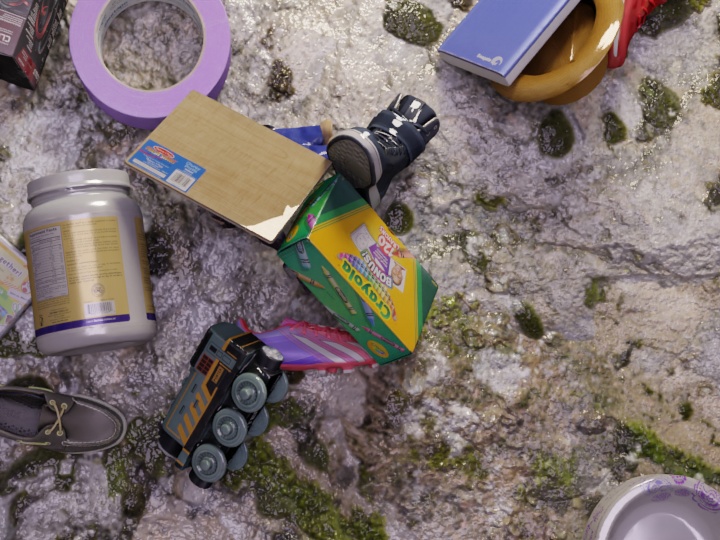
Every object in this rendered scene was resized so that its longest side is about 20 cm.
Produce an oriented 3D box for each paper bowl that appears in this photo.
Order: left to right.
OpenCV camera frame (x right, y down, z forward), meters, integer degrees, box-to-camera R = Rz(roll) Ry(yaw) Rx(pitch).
[{"bbox_3d":[0.367,0.351,1.540,0.197,0.104,0.204,1,84,-5],"label":"paper bowl"}]

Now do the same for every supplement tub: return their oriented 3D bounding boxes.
[{"bbox_3d":[-0.322,-0.008,1.493,0.143,0.145,0.204,-8,84,-6],"label":"supplement tub"}]

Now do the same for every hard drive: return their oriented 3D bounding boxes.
[{"bbox_3d":[0.204,-0.331,1.600,0.201,0.131,0.025,-50,133,-8],"label":"hard drive"}]

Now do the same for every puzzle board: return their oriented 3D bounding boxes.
[{"bbox_3d":[-0.152,-0.122,1.467,0.198,0.018,0.151,27,51,10],"label":"puzzle board"}]

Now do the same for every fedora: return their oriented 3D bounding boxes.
[{"bbox_3d":[0.257,-0.276,1.597,0.201,0.200,0.082,-50,131,-8],"label":"fedora"}]

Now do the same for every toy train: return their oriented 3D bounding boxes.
[{"bbox_3d":[-0.167,0.160,1.500,0.113,0.085,0.202,36,110,16],"label":"toy train"}]

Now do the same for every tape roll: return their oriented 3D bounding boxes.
[{"bbox_3d":[-0.260,-0.282,1.572,0.196,0.066,0.204,1,84,-6],"label":"tape roll"}]

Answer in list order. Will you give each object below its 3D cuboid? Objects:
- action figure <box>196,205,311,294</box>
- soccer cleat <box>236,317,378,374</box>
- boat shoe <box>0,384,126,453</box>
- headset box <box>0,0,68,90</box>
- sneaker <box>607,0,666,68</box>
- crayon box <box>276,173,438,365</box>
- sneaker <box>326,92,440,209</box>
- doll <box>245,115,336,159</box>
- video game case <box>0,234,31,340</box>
[{"bbox_3d":[-0.122,-0.057,1.532,0.199,0.130,0.070,40,76,-14],"label":"action figure"},{"bbox_3d":[-0.059,0.091,1.549,0.196,0.067,0.078,-4,85,-3],"label":"soccer cleat"},{"bbox_3d":[-0.381,0.177,1.508,0.198,0.060,0.073,10,83,-4],"label":"boat shoe"},{"bbox_3d":[-0.411,-0.320,1.518,0.074,0.149,0.203,18,82,-2],"label":"headset box"},{"bbox_3d":[0.379,-0.352,1.637,0.114,0.078,0.203,11,84,-3],"label":"sneaker"},{"bbox_3d":[0.000,0.000,1.506,0.200,0.058,0.120,48,43,-22],"label":"crayon box"},{"bbox_3d":[0.031,-0.164,1.520,0.077,0.203,0.147,38,79,9],"label":"sneaker"},{"bbox_3d":[-0.129,-0.157,1.548,0.197,0.137,0.049,-3,127,-18],"label":"doll"},{"bbox_3d":[-0.510,0.016,1.534,0.199,0.023,0.183,40,81,1],"label":"video game case"}]
